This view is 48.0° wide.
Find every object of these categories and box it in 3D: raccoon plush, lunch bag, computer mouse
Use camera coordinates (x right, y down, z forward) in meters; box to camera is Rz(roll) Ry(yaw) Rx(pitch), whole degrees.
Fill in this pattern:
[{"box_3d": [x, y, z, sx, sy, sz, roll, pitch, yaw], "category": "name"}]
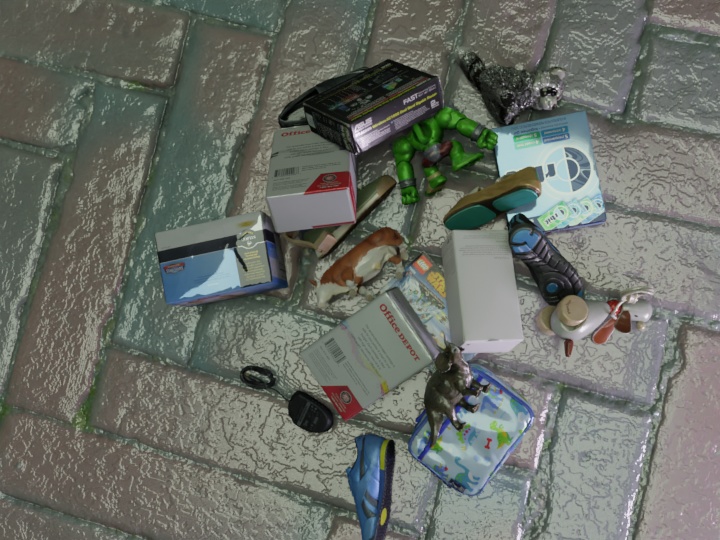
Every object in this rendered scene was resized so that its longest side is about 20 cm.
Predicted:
[{"box_3d": [0.277, -0.358, 1.449, 0.134, 0.097, 0.200, -31, 82, -5], "category": "raccoon plush"}, {"box_3d": [0.187, 0.272, 1.395, 0.161, 0.082, 0.200, 38, 97, 7], "category": "lunch bag"}, {"box_3d": [-0.134, 0.231, 1.476, 0.200, 0.034, 0.059, 32, 106, 14], "category": "computer mouse"}]

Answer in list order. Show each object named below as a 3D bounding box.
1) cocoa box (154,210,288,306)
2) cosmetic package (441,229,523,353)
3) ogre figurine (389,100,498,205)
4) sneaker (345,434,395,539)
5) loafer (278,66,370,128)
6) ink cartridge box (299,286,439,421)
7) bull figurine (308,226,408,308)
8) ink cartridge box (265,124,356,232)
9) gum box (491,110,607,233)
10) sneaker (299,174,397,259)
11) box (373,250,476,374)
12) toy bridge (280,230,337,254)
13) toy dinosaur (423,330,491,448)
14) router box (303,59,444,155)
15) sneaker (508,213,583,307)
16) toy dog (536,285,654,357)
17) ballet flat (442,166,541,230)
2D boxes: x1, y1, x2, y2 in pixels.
[{"box_3d": [-0.247, -0.016, 1.456, 0.199, 0.133, 0.132, -11, 84, 6], "category": "cocoa box"}, {"box_3d": [0.206, 0.036, 1.387, 0.107, 0.085, 0.201, 1, 71, -10], "category": "cosmetic package"}, {"box_3d": [0.136, -0.217, 1.441, 0.200, 0.098, 0.120, -38, 77, 40], "category": "ogre figurine"}, {"box_3d": [0.012, 0.391, 1.427, 0.078, 0.066, 0.201, 3, 85, 19], "category": "sneaker"}, {"box_3d": [-0.061, -0.314, 1.492, 0.200, 0.070, 0.068, -29, 82, 4], "category": "loafer"}, {"box_3d": [0.020, 0.144, 1.408, 0.200, 0.083, 0.146, -36, 84, 18], "category": "ink cartridge box"}, {"box_3d": [0.000, 0.000, 1.441, 0.200, 0.065, 0.121, -43, 38, -5], "category": "bull figurine"}, {"box_3d": [-0.082, -0.169, 1.424, 0.144, 0.084, 0.200, -6, 44, 7], "category": "ink cartridge box"}, {"box_3d": [0.333, -0.169, 1.443, 0.169, 0.045, 0.201, -11, 83, 7], "category": "gum box"}, {"box_3d": [-0.034, -0.118, 1.469, 0.200, 0.067, 0.090, -45, 84, 8], "category": "sneaker"}, {"box_3d": [0.130, 0.084, 1.448, 0.137, 0.040, 0.200, -41, 81, 3], "category": "box"}, {"box_3d": [-0.116, -0.088, 1.455, 0.067, 0.027, 0.200, -51, 48, 10], "category": "toy bridge"}, {"box_3d": [0.148, 0.199, 1.335, 0.102, 0.077, 0.200, 33, 121, 24], "category": "toy dinosaur"}, {"box_3d": [0.023, -0.289, 1.412, 0.200, 0.062, 0.150, -32, 39, -20], "category": "router box"}, {"box_3d": [0.322, -0.018, 1.399, 0.073, 0.082, 0.200, -29, 117, 18], "category": "sneaker"}, {"box_3d": [0.403, 0.095, 1.370, 0.199, 0.132, 0.097, -8, 74, 7], "category": "toy dog"}, {"box_3d": [0.232, -0.126, 1.420, 0.200, 0.069, 0.063, -20, 51, 38], "category": "ballet flat"}]
